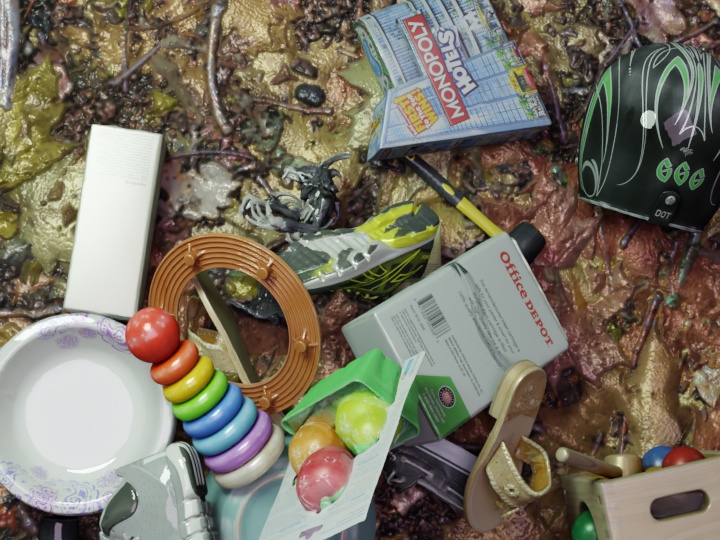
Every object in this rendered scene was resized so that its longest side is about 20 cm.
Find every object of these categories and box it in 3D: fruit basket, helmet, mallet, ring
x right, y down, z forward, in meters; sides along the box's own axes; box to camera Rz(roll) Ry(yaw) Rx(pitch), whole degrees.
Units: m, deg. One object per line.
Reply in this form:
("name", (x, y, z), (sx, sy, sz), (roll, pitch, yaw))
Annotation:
("fruit basket", (-0.018, 0.183, 1.177), (0.093, 0.185, 0.201), (35, 46, -22))
("helmet", (0.333, -0.152, 1.354), (0.198, 0.200, 0.193), (15, 99, -4))
("mallet", (-0.242, 0.301, 1.266), (0.198, 0.041, 0.067), (9, 87, 17))
("mallet", (0.112, -0.064, 1.389), (0.199, 0.041, 0.066), (35, 78, 3))
("ring", (-0.133, 0.060, 1.260), (0.198, 0.019, 0.203), (9, 115, 20))

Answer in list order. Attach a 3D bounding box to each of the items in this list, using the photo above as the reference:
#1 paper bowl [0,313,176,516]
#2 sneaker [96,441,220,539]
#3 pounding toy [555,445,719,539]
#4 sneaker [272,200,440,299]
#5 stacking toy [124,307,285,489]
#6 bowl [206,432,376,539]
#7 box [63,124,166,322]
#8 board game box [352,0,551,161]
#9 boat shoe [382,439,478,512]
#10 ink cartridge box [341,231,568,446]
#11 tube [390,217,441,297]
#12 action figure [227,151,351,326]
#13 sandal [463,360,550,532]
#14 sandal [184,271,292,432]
("paper bowl", (-0.290, 0.149, 1.284), (0.198, 0.104, 0.203), (1, 84, -6))
("sneaker", (-0.194, 0.277, 1.197), (0.114, 0.075, 0.202), (-16, 73, 4))
("pounding toy", (0.290, 0.237, 1.295), (0.198, 0.184, 0.144), (-10, 84, -7))
("sneaker", (0.000, 0.000, 1.288), (0.198, 0.085, 0.074), (-20, 41, -23))
("stacking toy", (-0.160, 0.118, 1.230), (0.085, 0.085, 0.201), (-37, 109, -9))
("bowl", (-0.076, 0.266, 1.294), (0.198, 0.105, 0.203), (1, 82, -5))
("box", (-0.262, -0.049, 1.329), (0.081, 0.068, 0.203), (9, 83, -5))
("board game box", (0.080, -0.210, 1.376), (0.198, 0.062, 0.202), (-24, 86, -17))
("boat shoe", (0.057, 0.207, 1.330), (0.198, 0.072, 0.072), (25, 77, -5))
("ink cartridge box", (0.102, 0.071, 1.303), (0.199, 0.083, 0.148), (-29, 91, -30))
("tube", (0.065, 0.041, 1.367), (0.051, 0.058, 0.203), (-12, 80, 32))
("action figure", (-0.082, -0.047, 1.326), (0.101, 0.119, 0.202), (24, 87, -9))
("sandal", (0.163, 0.200, 1.265), (0.077, 0.069, 0.214), (-12, 123, -37))
("sandal", (-0.153, 0.094, 1.322), (0.069, 0.078, 0.213), (-33, 89, 6))
